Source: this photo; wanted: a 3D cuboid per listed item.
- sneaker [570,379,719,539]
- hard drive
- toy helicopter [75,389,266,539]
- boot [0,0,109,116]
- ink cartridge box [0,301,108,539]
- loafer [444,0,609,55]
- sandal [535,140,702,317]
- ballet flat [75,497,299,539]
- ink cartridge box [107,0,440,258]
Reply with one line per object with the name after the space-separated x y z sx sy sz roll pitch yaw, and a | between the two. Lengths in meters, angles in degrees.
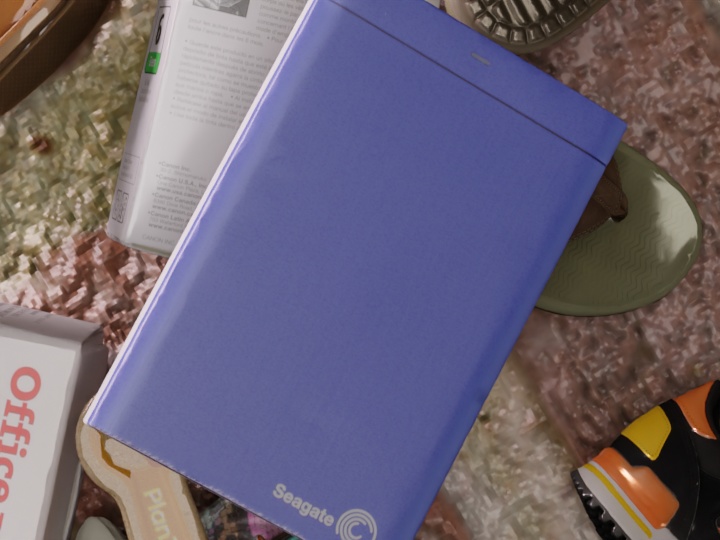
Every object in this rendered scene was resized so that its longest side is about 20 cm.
0.178 0.128 0.937 0.090 0.070 0.200 -41 66 -6 | sneaker
0.000 0.000 0.881 0.131 0.025 0.201 29 84 -12 | hard drive
-0.054 0.136 0.900 0.132 0.079 0.201 -18 89 -4 | toy helicopter
-0.163 -0.169 0.948 0.155 0.077 0.201 35 102 5 | boot
-0.216 0.075 0.949 0.199 0.084 0.147 12 92 0 | ink cartridge box
0.108 -0.154 0.950 0.199 0.068 0.076 -32 99 -18 | loafer
0.061 -0.039 0.933 0.200 0.057 0.080 28 82 -28 | sandal
-0.073 0.118 0.968 0.200 0.069 0.071 -37 74 -3 | ballet flat
-0.028 -0.098 0.951 0.108 0.050 0.201 12 92 -15 | ink cartridge box
